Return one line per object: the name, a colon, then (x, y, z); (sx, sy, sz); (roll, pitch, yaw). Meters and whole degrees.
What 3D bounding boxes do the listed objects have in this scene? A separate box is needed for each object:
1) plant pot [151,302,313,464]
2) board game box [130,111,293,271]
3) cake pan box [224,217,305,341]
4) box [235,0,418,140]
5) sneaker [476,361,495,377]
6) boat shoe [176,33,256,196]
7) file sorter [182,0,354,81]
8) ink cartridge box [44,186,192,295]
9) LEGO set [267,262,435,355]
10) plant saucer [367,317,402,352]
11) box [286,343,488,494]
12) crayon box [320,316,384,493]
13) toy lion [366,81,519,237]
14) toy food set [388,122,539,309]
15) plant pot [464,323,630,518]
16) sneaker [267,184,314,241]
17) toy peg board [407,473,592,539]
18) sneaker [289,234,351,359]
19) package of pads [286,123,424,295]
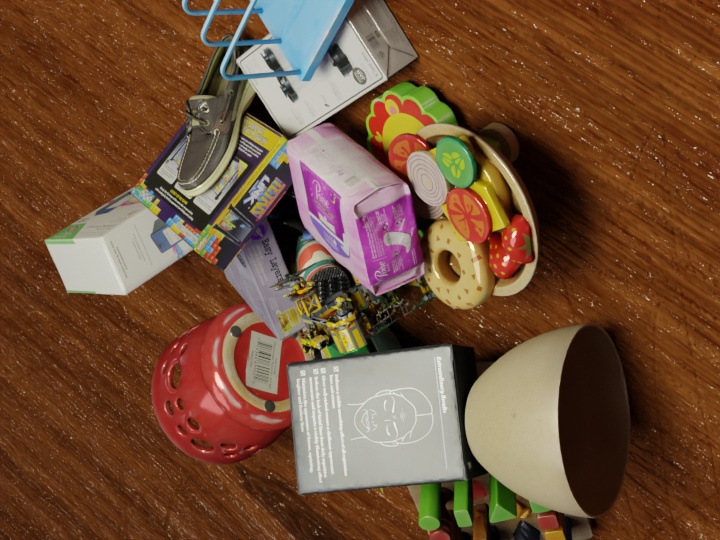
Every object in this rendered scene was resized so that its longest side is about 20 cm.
plant pot: (-0.162, 0.151, 1.700); (0.201, 0.200, 0.182); (54, 141, -4)
board game box: (-0.171, -0.111, 1.477); (0.057, 0.166, 0.200); (41, 177, -39)
cake pan box: (-0.150, -0.030, 1.590); (0.200, 0.052, 0.185); (42, 155, 54)
box: (-0.041, -0.235, 1.376); (0.200, 0.060, 0.117); (-26, 101, 51)
sneaker: (0.149, 0.174, 1.501); (0.199, 0.077, 0.112); (0, 114, 50)
boat shoe: (-0.175, -0.183, 1.441); (0.073, 0.201, 0.065); (-2, 150, 40)
file sorter: (-0.117, -0.313, 1.276); (0.201, 0.122, 0.139); (59, 137, 24)
ink cartridge box: (-0.299, -0.052, 1.673); (0.145, 0.200, 0.088); (0, 117, 46)
LEGO set: (0.000, 0.000, 1.436); (0.116, 0.199, 0.154); (66, 163, -17)
plant saucer: (0.044, 0.143, 1.559); (0.200, 0.036, 0.201); (159, 90, -82)
box: (0.031, 0.168, 1.401); (0.199, 0.107, 0.150); (-8, 82, 19)
crayon box: (0.006, 0.165, 1.563); (0.127, 0.050, 0.201); (81, 166, -59)
toy lion: (0.085, -0.103, 1.363); (0.191, 0.069, 0.201); (24, 136, 40)
toy food set: (0.103, -0.059, 1.265); (0.199, 0.048, 0.200); (62, 152, -5)
plant pot: (0.191, 0.161, 1.329); (0.134, 0.200, 0.201); (-6, 117, 32)
sneaker: (-0.102, -0.104, 1.528); (0.199, 0.078, 0.076); (31, 138, 24)
toy peg board: (0.162, 0.296, 1.477); (0.199, 0.098, 0.200); (-11, 127, 15)
sneaker: (-0.052, 0.032, 1.615); (0.200, 0.070, 0.094); (87, 161, -52)
package of pads: (-0.009, -0.071, 1.347); (0.200, 0.075, 0.121); (44, 153, 54)
